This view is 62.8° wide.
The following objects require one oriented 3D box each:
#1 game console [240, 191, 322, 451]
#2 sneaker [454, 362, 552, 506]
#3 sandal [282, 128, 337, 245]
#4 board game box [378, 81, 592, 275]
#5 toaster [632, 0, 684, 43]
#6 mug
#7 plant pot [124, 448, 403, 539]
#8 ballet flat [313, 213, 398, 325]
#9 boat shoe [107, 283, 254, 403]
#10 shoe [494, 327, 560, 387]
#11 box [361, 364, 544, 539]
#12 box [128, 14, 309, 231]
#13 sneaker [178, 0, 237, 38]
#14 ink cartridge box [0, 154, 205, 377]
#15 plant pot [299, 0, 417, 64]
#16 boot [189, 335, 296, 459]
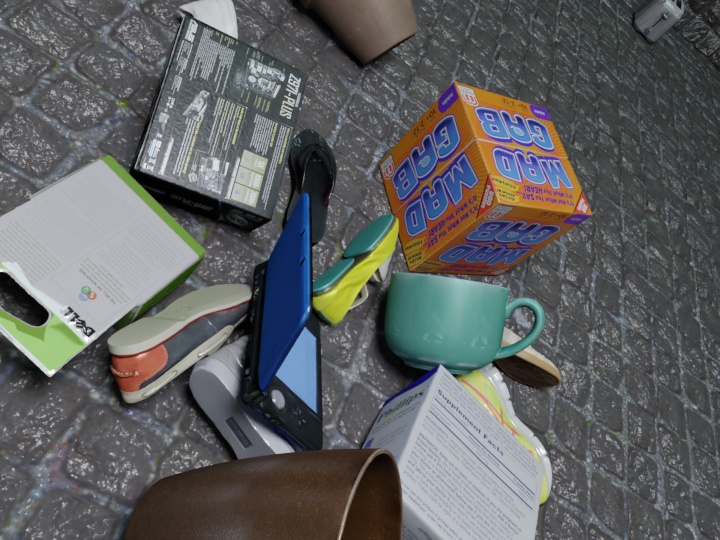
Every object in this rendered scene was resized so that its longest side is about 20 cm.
[{"bbox_3d":[-0.052,0.052,0.608,0.171,0.118,0.200,51,20,-34],"label":"game console"},{"bbox_3d":[0.172,0.222,0.778,0.090,0.078,0.200,-17,68,-32],"label":"sneaker"},{"bbox_3d":[-0.063,-0.125,0.832,0.075,0.048,0.201,18,55,-26],"label":"sandal"},{"bbox_3d":[0.182,-0.127,0.905,0.199,0.200,0.200,2,62,-34],"label":"board game box"},{"bbox_3d":[1.023,-0.880,2.022,0.114,0.129,0.200,41,47,-9],"label":"toaster"},{"bbox_3d":[0.117,0.071,0.749,0.152,0.185,0.115,11,87,-42],"label":"mug"},{"bbox_3d":[-0.084,0.233,0.489,0.187,0.199,0.188,1,90,-71],"label":"plant pot"},{"bbox_3d":[0.000,0.000,0.800,0.200,0.067,0.067,-48,116,-40],"label":"ballet flat"},{"bbox_3d":[-0.176,0.066,0.624,0.200,0.071,0.063,-34,123,-56],"label":"boat shoe"},{"bbox_3d":[0.218,0.111,0.873,0.200,0.070,0.053,30,58,-14],"label":"shoe"},{"bbox_3d":[0.094,0.243,0.655,0.184,0.105,0.200,45,35,-4],"label":"box"},{"bbox_3d":[-0.170,-0.171,0.716,0.163,0.086,0.201,18,75,-25],"label":"box"},{"bbox_3d":[-0.209,-0.295,0.829,0.088,0.075,0.201,-9,67,-20],"label":"sneaker"},{"bbox_3d":[-0.280,-0.002,0.583,0.148,0.076,0.200,45,48,-4],"label":"ink cartridge box"},{"bbox_3d":[0.011,-0.461,1.015,0.200,0.200,0.175,-45,109,-43],"label":"plant pot"},{"bbox_3d":[-0.089,0.162,0.623,0.200,0.073,0.096,60,34,-4],"label":"boot"}]
